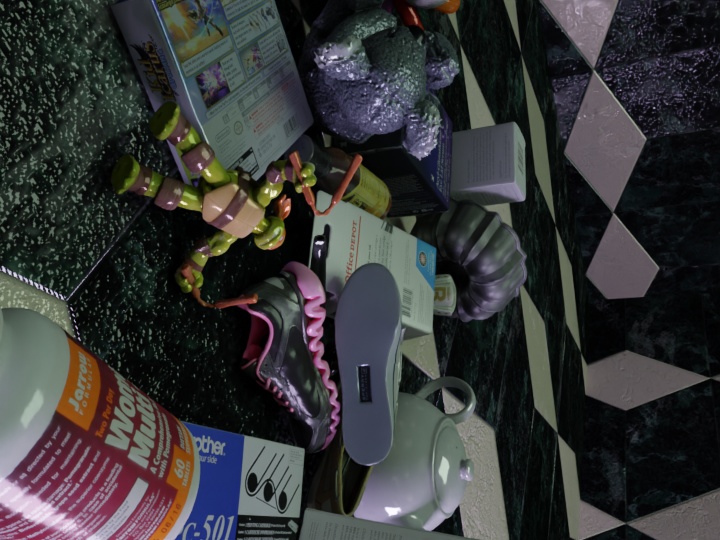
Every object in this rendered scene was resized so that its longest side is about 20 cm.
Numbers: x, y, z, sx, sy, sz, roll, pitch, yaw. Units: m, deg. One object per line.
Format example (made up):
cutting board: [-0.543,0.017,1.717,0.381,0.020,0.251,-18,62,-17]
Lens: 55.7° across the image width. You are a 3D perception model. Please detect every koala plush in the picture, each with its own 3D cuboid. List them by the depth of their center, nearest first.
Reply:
koala plush: [0.016,-0.203,0.730,0.176,0.184,0.201,38,15,-25]

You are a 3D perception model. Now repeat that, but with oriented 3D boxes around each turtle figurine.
turtle figurine: [-0.107,-0.065,0.557,0.160,0.199,0.065,36,25,-36]

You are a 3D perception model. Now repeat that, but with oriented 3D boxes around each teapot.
teapot: [0.079,0.252,0.891,0.196,0.143,0.206,5,80,-65]

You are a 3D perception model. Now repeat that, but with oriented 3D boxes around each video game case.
video game case: [-0.125,-0.186,0.643,0.201,0.044,0.185,-59,139,-52]

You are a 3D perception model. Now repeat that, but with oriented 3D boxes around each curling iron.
curling iron: [-0.041,0.042,0.728,0.049,0.026,0.203,-24,135,-23]

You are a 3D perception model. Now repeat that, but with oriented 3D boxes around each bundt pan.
bundt pan: [0.150,-0.004,1.043,0.076,0.198,0.205,-47,129,-39]

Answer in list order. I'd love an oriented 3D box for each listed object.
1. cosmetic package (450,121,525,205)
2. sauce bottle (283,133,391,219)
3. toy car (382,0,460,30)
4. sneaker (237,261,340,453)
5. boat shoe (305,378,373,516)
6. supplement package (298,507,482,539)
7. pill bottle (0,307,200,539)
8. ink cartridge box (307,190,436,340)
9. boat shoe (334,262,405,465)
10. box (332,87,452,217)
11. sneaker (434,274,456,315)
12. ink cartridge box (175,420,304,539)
cosmetic package: [0.151,-0.154,1.053,0.074,0.196,0.104,35,55,-57]
sauce bottle: [-0.026,-0.109,0.824,0.199,0.065,0.068,23,65,-60]
toy car: [0.036,-0.360,0.872,0.177,0.194,0.153,-95,-179,-51]
sneaker: [-0.079,0.098,0.685,0.094,0.078,0.205,-20,109,-36]
boat shoe: [-0.001,0.194,0.784,0.071,0.076,0.204,27,53,-20]
supplement package: [0.033,0.347,0.671,0.152,0.195,0.155,81,18,-57]
pill bottle: [-0.187,0.092,0.387,0.201,0.107,0.112,58,37,-45]
ink cartridge box: [0.000,0.000,0.812,0.198,0.067,0.119,24,62,-37]
boat shoe: [0.016,0.099,0.731,0.086,0.073,0.208,51,36,-77]
box: [0.051,-0.184,0.954,0.200,0.102,0.152,36,54,-59]
sneaker: [0.071,0.026,0.949,0.199,0.113,0.076,7,81,-63]
ink cartridge box: [-0.117,0.193,0.595,0.200,0.043,0.096,37,51,-58]
